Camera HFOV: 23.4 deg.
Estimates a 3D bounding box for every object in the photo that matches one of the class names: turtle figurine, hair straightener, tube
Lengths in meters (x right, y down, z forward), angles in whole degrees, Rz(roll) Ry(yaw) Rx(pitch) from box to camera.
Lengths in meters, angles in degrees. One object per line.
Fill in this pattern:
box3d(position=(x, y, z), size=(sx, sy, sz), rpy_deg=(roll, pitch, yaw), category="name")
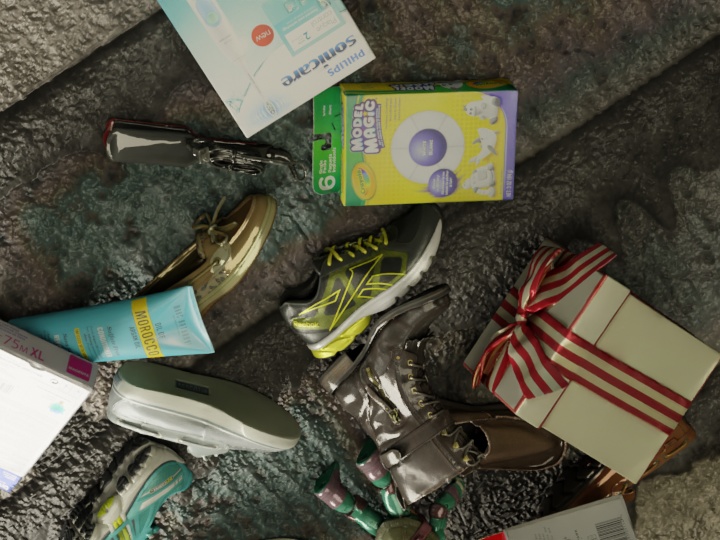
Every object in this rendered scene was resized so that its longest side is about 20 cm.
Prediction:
box3d(position=(0.050, 0.272, 1.841), size=(0.150, 0.101, 0.200), rpy_deg=(-41, 106, 8), category="turtle figurine")
box3d(position=(-0.147, -0.106, 1.667), size=(0.199, 0.077, 0.041), rpy_deg=(11, 107, -13), category="hair straightener")
box3d(position=(-0.248, 0.060, 1.701), size=(0.199, 0.050, 0.078), rpy_deg=(-8, 125, 12), category="tube")

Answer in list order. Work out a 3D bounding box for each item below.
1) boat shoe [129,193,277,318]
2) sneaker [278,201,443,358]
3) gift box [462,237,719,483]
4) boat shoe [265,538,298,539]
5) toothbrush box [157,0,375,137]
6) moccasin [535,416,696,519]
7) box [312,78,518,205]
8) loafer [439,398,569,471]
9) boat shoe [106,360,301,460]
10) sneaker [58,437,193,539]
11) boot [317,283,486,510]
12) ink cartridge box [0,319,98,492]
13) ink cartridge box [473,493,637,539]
box3d(position=(-0.159, -0.003, 1.708), size=(0.063, 0.073, 0.200), rpy_deg=(36, 103, -20), category="boat shoe")
box3d(position=(0.000, 0.000, 1.734), size=(0.085, 0.075, 0.200), rpy_deg=(39, 101, -20), category="sneaker")
box3d(position=(0.229, 0.080, 1.732), size=(0.186, 0.200, 0.185), rpy_deg=(31, 89, -19), category="gift box")
box3d(position=(-0.134, 0.338, 1.851), size=(0.199, 0.063, 0.071), rpy_deg=(-10, 110, -7), category="boat shoe")
box3d(position=(-0.101, -0.250, 1.616), size=(0.146, 0.085, 0.200), rpy_deg=(-30, 114, 3), category="toothbrush box")
box3d(position=(0.274, 0.225, 1.872), size=(0.201, 0.074, 0.078), rpy_deg=(-43, 104, 0), category="moccasin")
box3d(position=(0.052, -0.126, 1.710), size=(0.199, 0.048, 0.118), rpy_deg=(-2, 111, -7), category="box")
box3d(position=(0.130, 0.183, 1.825), size=(0.199, 0.071, 0.073), rpy_deg=(6, 112, -14), category="loafer")
box3d(position=(-0.163, 0.153, 1.778), size=(0.200, 0.070, 0.072), rpy_deg=(18, 118, -12), category="boat shoe")
box3d(position=(-0.251, 0.267, 1.801), size=(0.080, 0.078, 0.200), rpy_deg=(34, 102, -29), category="sneaker")
box3d(position=(0.066, 0.126, 1.733), size=(0.174, 0.069, 0.200), rpy_deg=(51, 123, 8), category="boot")
box3d(position=(-0.355, 0.135, 1.720), size=(0.119, 0.042, 0.200), rpy_deg=(27, 129, -17), category="ink cartridge box")
box3d(position=(0.199, 0.326, 1.829), size=(0.175, 0.084, 0.200), rpy_deg=(-16, 155, -4), category="ink cartridge box")
